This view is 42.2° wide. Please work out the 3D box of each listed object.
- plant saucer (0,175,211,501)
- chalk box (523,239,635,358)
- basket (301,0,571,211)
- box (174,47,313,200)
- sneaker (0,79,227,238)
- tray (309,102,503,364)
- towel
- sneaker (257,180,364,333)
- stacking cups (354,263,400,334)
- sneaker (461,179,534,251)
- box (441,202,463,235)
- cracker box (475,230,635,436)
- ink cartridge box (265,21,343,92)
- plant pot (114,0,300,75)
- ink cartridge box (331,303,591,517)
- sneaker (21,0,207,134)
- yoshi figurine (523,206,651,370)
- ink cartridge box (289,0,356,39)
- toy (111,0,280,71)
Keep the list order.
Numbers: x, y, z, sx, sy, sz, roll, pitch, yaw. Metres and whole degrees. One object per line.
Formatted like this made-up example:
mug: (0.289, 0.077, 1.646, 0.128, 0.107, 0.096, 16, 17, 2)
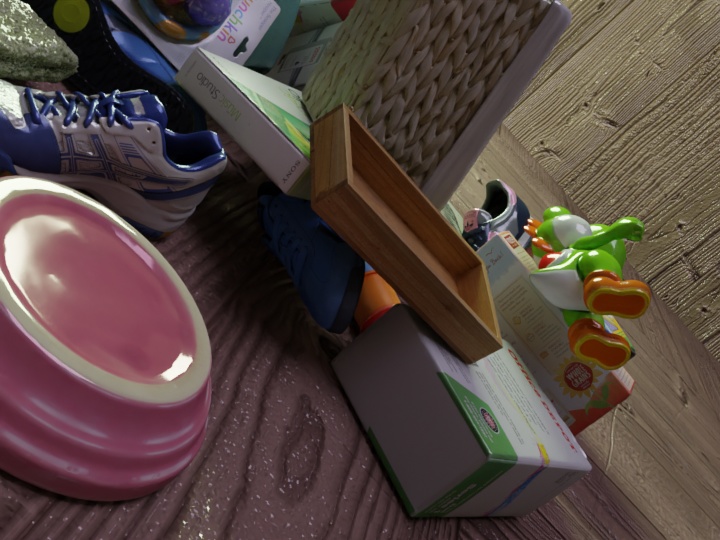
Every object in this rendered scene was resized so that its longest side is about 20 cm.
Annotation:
plant saucer: (-0.151, 0.022, 0.491, 0.200, 0.051, 0.201, 43, 19, -18)
chalk box: (0.212, 0.060, 1.114, 0.200, 0.124, 0.124, 32, 25, -43)
basket: (0.053, -0.174, 0.778, 0.123, 0.200, 0.136, 24, 20, -26)
box: (-0.047, -0.109, 0.781, 0.144, 0.036, 0.200, 46, 18, 20)
sneaker: (-0.175, -0.094, 0.608, 0.200, 0.088, 0.076, 22, 33, -50)
tray: (0.035, -0.024, 0.703, 0.200, 0.037, 0.099, 44, 27, -34)
towel: (-0.278, -0.178, 0.592, 0.148, 0.037, 0.200, 44, 16, 10)
sneaker: (-0.049, -0.017, 0.758, 0.078, 0.066, 0.200, 17, 25, -20)
stacking cups: (0.000, 0.000, 0.864, 0.060, 0.060, 0.201, 19, 37, -56)
sneaker: (0.130, -0.021, 1.061, 0.082, 0.070, 0.200, 54, 48, -25)
box: (0.062, -0.045, 1.069, 0.082, 0.068, 0.200, 51, 18, 8)
cracker box: (0.157, 0.079, 0.935, 0.200, 0.134, 0.058, 51, 21, 8)
ink cartridge box: (-0.014, -0.173, 0.966, 0.146, 0.083, 0.199, 37, -20, -33)
plant pot: (-0.140, -0.249, 0.881, 0.200, 0.199, 0.136, -17, 98, -70)
ink cartridge box: (0.088, 0.122, 0.774, 0.200, 0.084, 0.145, 21, 33, -53)
sneaker: (-0.200, -0.170, 0.752, 0.200, 0.066, 0.078, 48, 8, -3)
yoshi figurine: (0.226, 0.003, 0.885, 0.112, 0.112, 0.200, 54, 14, -28)
ink cartridge box: (-0.018, -0.262, 0.997, 0.199, 0.086, 0.148, 9, -23, 41)
toy: (-0.146, -0.244, 0.736, 0.200, 0.115, 0.047, 44, -25, -29)
